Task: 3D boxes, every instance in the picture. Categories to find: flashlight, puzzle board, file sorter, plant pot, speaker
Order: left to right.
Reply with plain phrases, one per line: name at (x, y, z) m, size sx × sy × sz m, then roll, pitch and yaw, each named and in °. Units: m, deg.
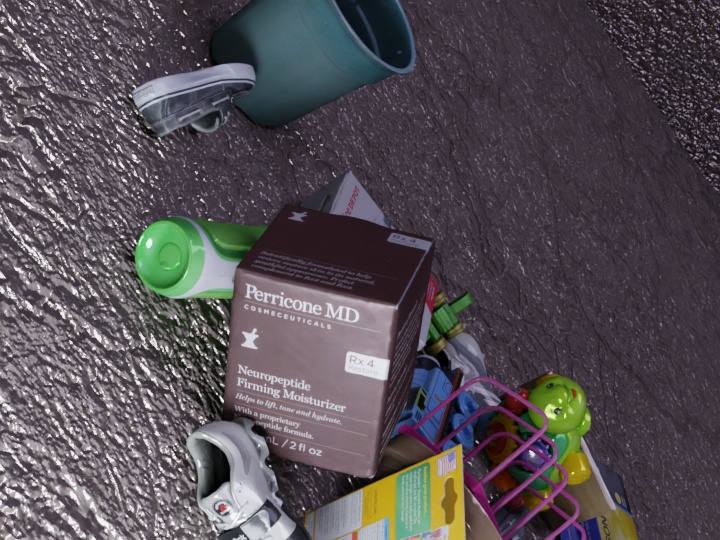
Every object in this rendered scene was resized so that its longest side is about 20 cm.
speaker at (-0.145, -0.010, 1.448) m, size 0.200 × 0.088 × 0.089 m, roll 5°, pitch 61°, yaw -60°
plant pot at (-0.067, -0.286, 1.728) m, size 0.200 × 0.196 × 0.200 m, roll 42°, pitch 32°, yaw -34°
plant pot at (0.067, 0.283, 1.487) m, size 0.201 × 0.093 × 0.201 m, roll 47°, pitch -19°, yaw 22°
file sorter at (0.155, 0.240, 1.542) m, size 0.139 × 0.125 × 0.200 m, roll 34°, pitch -27°, yaw 49°
flashlight at (0.207, 0.285, 1.766) m, size 0.200 × 0.068 × 0.068 m, roll -30°, pitch 108°, yaw -43°
puzzle board at (0.263, 0.245, 1.878) m, size 0.017 × 0.151 × 0.200 m, roll -19°, pitch 80°, yaw -28°

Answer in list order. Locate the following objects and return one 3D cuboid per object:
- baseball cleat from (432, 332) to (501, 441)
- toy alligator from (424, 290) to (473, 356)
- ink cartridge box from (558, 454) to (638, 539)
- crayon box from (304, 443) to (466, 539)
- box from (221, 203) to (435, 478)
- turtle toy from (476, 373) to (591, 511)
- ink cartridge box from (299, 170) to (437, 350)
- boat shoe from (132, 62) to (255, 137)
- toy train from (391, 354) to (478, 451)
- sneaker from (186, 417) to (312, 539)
baseball cleat at (0.146, 0.183, 1.826) m, size 0.106 × 0.070 × 0.200 m, roll -22°, pitch 82°, yaw -48°
toy alligator at (0.073, 0.085, 1.782) m, size 0.200 × 0.054 × 0.059 m, roll -38°, pitch 99°, yaw -38°
ink cartridge box at (0.344, 0.360, 2.010) m, size 0.200 × 0.047 × 0.198 m, roll 38°, pitch 35°, yaw -47°
crayon box at (0.034, 0.268, 1.367) m, size 0.052 × 0.200 × 0.126 m, roll 43°, pitch 32°, yaw -32°
box at (-0.033, 0.068, 1.389) m, size 0.164 × 0.166 × 0.200 m, roll -58°, pitch 158°, yaw -60°
turtle toy at (0.211, 0.195, 1.675) m, size 0.101 × 0.200 × 0.146 m, roll 9°, pitch 52°, yaw -31°
ink cartridge box at (0.000, 0.000, 1.699) m, size 0.200 × 0.083 × 0.145 m, roll 51°, pitch 28°, yaw -19°
boat shoe at (-0.185, -0.190, 1.585) m, size 0.200 × 0.072 × 0.071 m, roll -25°, pitch 96°, yaw -54°
toy train at (0.079, 0.178, 1.661) m, size 0.114 × 0.087 × 0.200 m, roll 56°, pitch 27°, yaw -16°
sneaker at (-0.109, 0.233, 1.296) m, size 0.088 × 0.074 × 0.200 m, roll 7°, pitch 49°, yaw -59°
